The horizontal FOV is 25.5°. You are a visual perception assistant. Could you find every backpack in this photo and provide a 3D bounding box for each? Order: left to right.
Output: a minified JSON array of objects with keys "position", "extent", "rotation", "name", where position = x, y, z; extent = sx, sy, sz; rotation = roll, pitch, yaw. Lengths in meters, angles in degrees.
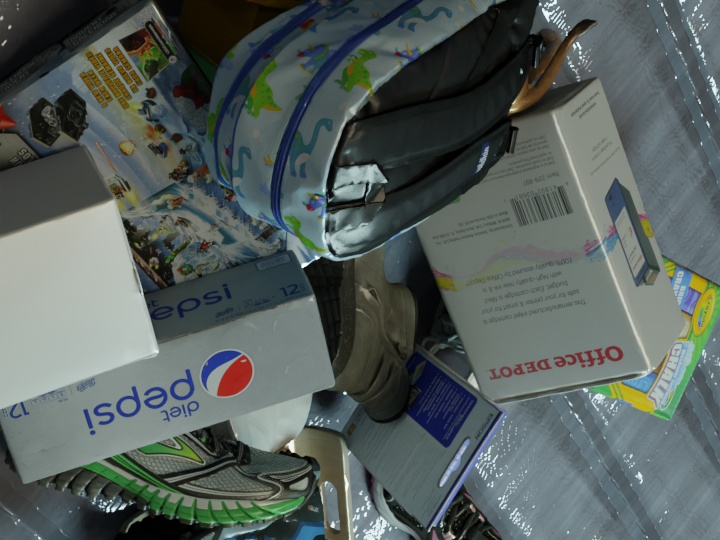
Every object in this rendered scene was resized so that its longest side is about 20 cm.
[{"position":[0.005,-0.090,0.922],"extent":[0.200,0.152,0.164],"rotation":[-55,164,-49],"name":"backpack"}]

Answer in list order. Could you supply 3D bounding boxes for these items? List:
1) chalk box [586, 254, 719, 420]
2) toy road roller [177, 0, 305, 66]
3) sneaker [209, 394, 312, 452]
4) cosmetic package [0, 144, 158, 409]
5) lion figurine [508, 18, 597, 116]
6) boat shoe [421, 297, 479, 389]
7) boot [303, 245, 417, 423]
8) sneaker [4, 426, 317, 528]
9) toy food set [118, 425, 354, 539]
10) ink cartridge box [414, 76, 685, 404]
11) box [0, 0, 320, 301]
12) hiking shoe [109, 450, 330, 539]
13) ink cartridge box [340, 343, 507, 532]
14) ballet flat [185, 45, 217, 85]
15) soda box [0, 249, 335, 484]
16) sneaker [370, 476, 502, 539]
[{"position":[0.215,0.040,1.345],"extent":[0.199,0.124,0.125],"rotation":[24,92,-47],"name":"chalk box"},{"position":[-0.033,-0.194,0.992],"extent":[0.199,0.123,0.147],"rotation":[-3,123,-43],"name":"toy road roller"},{"position":[-0.088,0.041,1.098],"extent":[0.115,0.073,0.203],"rotation":[-32,120,-57],"name":"sneaker"},{"position":[-0.224,0.019,0.882],"extent":[0.198,0.085,0.109],"rotation":[-19,122,-15],"name":"cosmetic package"},{"position":[0.055,-0.142,1.080],"extent":[0.073,0.197,0.124],"rotation":[84,17,-55],"name":"lion figurine"},{"position":[0.091,0.022,1.256],"extent":[0.064,0.074,0.204],"rotation":[26,86,-42],"name":"boat shoe"},{"position":[0.000,0.000,1.139],"extent":[0.130,0.067,0.203],"rotation":[31,64,-58],"name":"boot"},{"position":[-0.123,0.110,1.017],"extent":[0.198,0.078,0.086],"rotation":[15,92,-4],"name":"sneaker"},{"position":[-0.087,0.219,1.179],"extent":[0.199,0.060,0.145],"rotation":[-26,126,-34],"name":"toy food set"},{"position":[0.128,-0.018,1.145],"extent":[0.087,0.144,0.202],"rotation":[-36,108,-52],"name":"ink cartridge box"},{"position":[-0.130,-0.051,0.958],"extent":[0.136,0.040,0.201],"rotation":[-33,121,1],"name":"box"},{"position":[-0.097,0.199,1.087],"extent":[0.199,0.074,0.088],"rotation":[-24,105,-33],"name":"hiking shoe"},{"position":[0.048,0.117,1.140],"extent":[0.037,0.200,0.095],"rotation":[32,91,-20],"name":"ink cartridge box"},{"position":[-0.093,-0.095,1.033],"extent":[0.062,0.068,0.199],"rotation":[-43,136,17],"name":"ballet flat"},{"position":[-0.120,0.057,0.957],"extent":[0.198,0.064,0.069],"rotation":[-18,120,-8],"name":"soda box"},{"position":[0.081,0.212,1.323],"extent":[0.080,0.086,0.201],"rotation":[-47,135,-19],"name":"sneaker"}]
